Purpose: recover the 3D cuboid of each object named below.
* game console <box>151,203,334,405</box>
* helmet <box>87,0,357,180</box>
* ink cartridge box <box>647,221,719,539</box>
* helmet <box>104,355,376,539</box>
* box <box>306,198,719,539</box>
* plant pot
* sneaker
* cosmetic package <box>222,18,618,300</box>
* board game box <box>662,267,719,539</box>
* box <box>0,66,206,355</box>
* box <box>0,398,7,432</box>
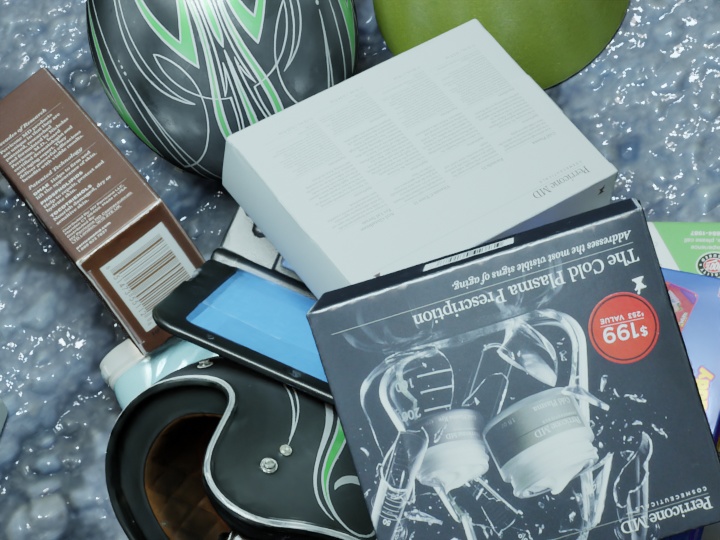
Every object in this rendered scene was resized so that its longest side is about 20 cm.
[{"bbox_3d":[0.000,0.000,1.662,0.199,0.116,0.177,23,83,10],"label":"game console"},{"bbox_3d":[-0.093,-0.163,1.808,0.199,0.200,0.191,-20,46,2],"label":"helmet"},{"bbox_3d":[0.185,0.076,1.696,0.145,0.084,0.201,0,66,13],"label":"ink cartridge box"},{"bbox_3d":[-0.058,0.146,1.658,0.199,0.201,0.191,-16,38,4],"label":"helmet"},{"bbox_3d":[0.092,0.076,1.523,0.199,0.104,0.183,-18,94,5],"label":"box"},{"bbox_3d":[0.081,-0.244,1.798,0.186,0.200,0.188,-5,65,10],"label":"plant pot"},{"bbox_3d":[-0.070,0.050,1.777,0.199,0.074,0.082,-30,75,5],"label":"sneaker"},{"bbox_3d":[0.037,-0.058,1.668,0.199,0.052,0.151,-27,58,-25],"label":"cosmetic package"},{"bbox_3d":[0.153,0.094,1.622,0.134,0.045,0.201,12,71,16],"label":"board game box"},{"bbox_3d":[-0.178,-0.042,1.783,0.075,0.100,0.200,-36,41,-4],"label":"box"},{"bbox_3d":[-0.362,0.118,1.731,0.170,0.199,0.201,12,68,17],"label":"box"}]
